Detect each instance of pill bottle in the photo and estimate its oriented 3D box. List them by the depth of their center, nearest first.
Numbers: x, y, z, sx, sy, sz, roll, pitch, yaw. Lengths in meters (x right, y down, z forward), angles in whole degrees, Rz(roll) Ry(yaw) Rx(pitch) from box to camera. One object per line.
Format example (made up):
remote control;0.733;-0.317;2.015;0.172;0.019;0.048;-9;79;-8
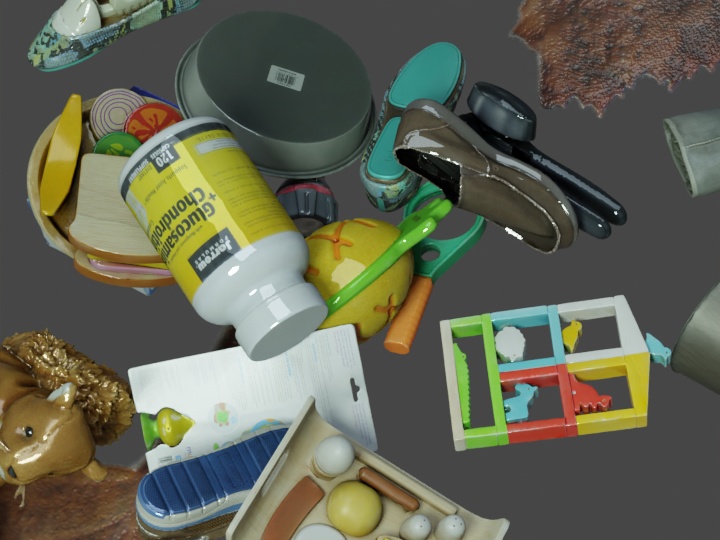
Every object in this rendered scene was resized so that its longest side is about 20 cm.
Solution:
pill bottle;-0.114;-0.025;1.617;0.112;0.112;0.200;-31;72;-14

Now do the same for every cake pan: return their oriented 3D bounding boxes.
cake pan;-0.076;-0.174;1.802;0.200;0.037;0.200;10;50;-12

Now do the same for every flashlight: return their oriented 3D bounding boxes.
flashlight;-0.057;-0.116;1.825;0.068;0.068;0.200;16;52;-28

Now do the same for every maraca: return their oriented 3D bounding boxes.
maraca;0.000;0.000;1.695;0.200;0.137;0.107;-39;101;-2

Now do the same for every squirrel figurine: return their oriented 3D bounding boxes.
squirrel figurine;-0.282;0.120;1.626;0.187;0.142;0.200;2;25;43

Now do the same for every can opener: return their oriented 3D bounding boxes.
can opener;0.164;-0.094;1.783;0.063;0.079;0.200;-35;65;-26

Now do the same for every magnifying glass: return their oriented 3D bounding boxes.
magnifying glass;0.063;-0.008;1.759;0.080;0.022;0.200;10;57;16

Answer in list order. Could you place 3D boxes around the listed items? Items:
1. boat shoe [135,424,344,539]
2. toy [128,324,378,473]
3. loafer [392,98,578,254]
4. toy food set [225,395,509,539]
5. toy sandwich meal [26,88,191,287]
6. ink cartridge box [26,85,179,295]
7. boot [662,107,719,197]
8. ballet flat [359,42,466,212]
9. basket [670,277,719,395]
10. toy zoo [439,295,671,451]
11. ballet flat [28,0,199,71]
boat shoe;-0.099;0.186;1.603;0.200;0.072;0.072;-9;53;-22
toy;-0.094;0.119;1.656;0.200;0.115;0.047;-12;8;-4
loafer;0.108;-0.073;1.740;0.200;0.073;0.071;35;57;5
toy food set;0.007;0.211;1.542;0.200;0.060;0.144;32;61;-1
toy sandwich meal;-0.212;-0.082;1.722;0.205;0.070;0.205;5;66;-10
ink cartridge box;-0.204;-0.091;1.832;0.136;0.076;0.200;25;60;25
boot;0.400;-0.108;1.748;0.200;0.073;0.182;-12;39;-8
ballet flat;0.050;-0.136;1.829;0.074;0.074;0.200;15;53;20
basket;0.392;0.079;1.575;0.180;0.136;0.200;-37;60;-24
toy zoo;0.175;0.088;1.669;0.200;0.020;0.131;-7;53;4
ballet flat;-0.263;-0.279;1.976;0.200;0.074;0.074;-29;54;-12
